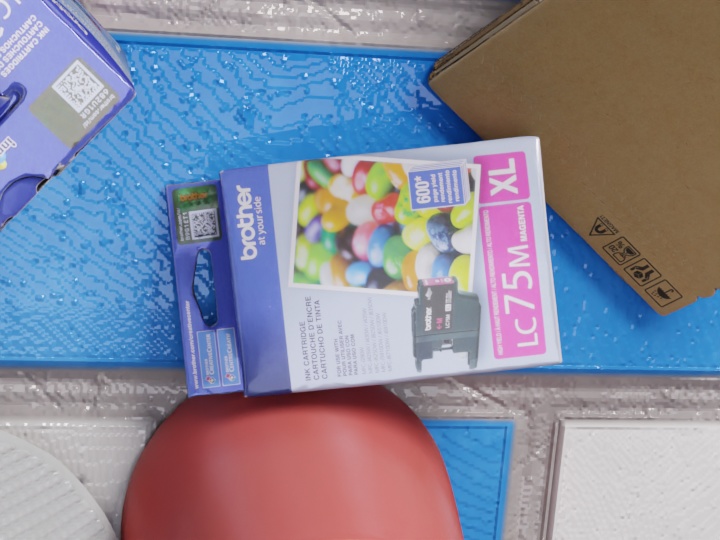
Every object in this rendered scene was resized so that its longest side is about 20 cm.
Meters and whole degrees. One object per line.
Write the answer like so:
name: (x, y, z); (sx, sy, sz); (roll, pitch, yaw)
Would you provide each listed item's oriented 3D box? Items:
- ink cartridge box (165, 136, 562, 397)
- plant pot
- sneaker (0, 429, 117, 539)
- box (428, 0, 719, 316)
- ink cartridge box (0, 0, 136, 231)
ink cartridge box: (0.000, 0.000, 0.790); (0.198, 0.042, 0.120); (-6, 90, 2)
plant pot: (-0.026, 0.168, 0.788); (0.199, 0.177, 0.202); (-3, 105, -10)
sneaker: (-0.213, 0.122, 0.794); (0.079, 0.079, 0.200); (-21, 127, 33)
box: (0.157, -0.073, 0.789); (0.200, 0.021, 0.163); (43, 133, -18)
ink cartridge box: (-0.172, -0.067, 0.683); (0.136, 0.200, 0.076); (-45, 109, 3)
